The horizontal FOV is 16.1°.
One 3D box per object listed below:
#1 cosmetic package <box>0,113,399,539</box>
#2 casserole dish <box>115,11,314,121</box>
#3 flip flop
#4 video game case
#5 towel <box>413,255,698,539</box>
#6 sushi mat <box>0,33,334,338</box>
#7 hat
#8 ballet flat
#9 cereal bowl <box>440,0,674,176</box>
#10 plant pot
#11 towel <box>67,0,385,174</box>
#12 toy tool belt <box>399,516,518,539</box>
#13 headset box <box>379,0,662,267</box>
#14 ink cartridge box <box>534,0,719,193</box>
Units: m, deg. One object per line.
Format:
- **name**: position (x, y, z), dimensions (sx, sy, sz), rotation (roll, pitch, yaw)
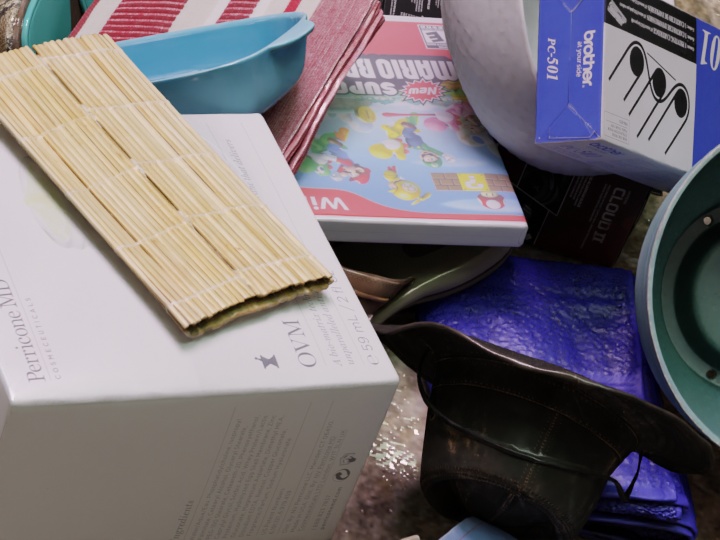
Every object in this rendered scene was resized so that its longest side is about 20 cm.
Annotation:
- **cosmetic package**: position (-0.119, 0.029, 1.245), dimensions (0.200, 0.123, 0.199), rotation (-3, 45, -28)
- **casserole dish**: position (-0.115, -0.098, 1.377), dimensions (0.200, 0.039, 0.121), rotation (-9, 18, 22)
- **flip flop**: position (0.000, 0.000, 1.413), dimensions (0.200, 0.058, 0.081), rotation (-27, 59, -17)
- **video game case**: position (0.004, -0.085, 1.457), dimensions (0.143, 0.017, 0.200), rotation (2, 40, -17)
- **towel**: position (0.108, 0.064, 1.423), dimensions (0.148, 0.050, 0.200), rotation (10, 39, -15)
- **sushi mat**: position (-0.106, -0.046, 1.230), dimensions (0.096, 0.012, 0.200), rotation (-18, 52, -38)
- **hat**: position (0.077, 0.093, 1.258), dimensions (0.200, 0.201, 0.081), rotation (21, 80, 0)
- **ballet flat**: position (-0.195, -0.168, 1.557), dimensions (0.075, 0.068, 0.200), rotation (7, 29, 18)
- **cereal bowl**: position (0.104, -0.151, 1.475), dimensions (0.083, 0.200, 0.200), rotation (-6, 26, 31)
- **plant pot**: position (0.239, 0.014, 1.420), dimensions (0.200, 0.200, 0.134), rotation (14, -3, -9)
- **towel**: position (-0.097, -0.106, 1.447), dimensions (0.200, 0.023, 0.144), rotation (8, 54, 34)
- **toy tool belt**: position (0.065, 0.173, 1.215), dimensions (0.200, 0.123, 0.125), rotation (35, 40, 17)
- **headset box**: position (0.096, -0.093, 1.583), dimensions (0.200, 0.077, 0.149), rotation (16, 39, -8)
- **ink cartridge box**: position (0.167, -0.100, 1.448), dimensions (0.044, 0.094, 0.200), rotation (-2, -9, 33)
